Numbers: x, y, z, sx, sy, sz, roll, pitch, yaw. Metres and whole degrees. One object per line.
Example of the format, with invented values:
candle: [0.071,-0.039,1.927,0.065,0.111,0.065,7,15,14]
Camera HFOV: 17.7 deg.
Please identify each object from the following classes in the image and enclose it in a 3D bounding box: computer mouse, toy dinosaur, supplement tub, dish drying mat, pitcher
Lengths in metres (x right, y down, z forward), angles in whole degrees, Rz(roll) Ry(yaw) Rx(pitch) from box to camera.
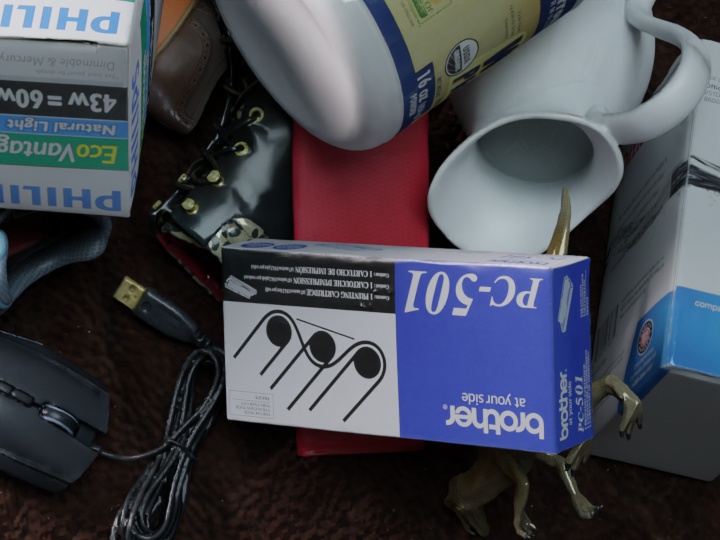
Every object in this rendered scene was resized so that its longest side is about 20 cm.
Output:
computer mouse: [-0.165,0.051,1.238,0.200,0.046,0.141,27,66,1]
toy dinosaur: [0.091,0.065,1.206,0.101,0.201,0.058,31,23,34]
supplement tub: [0.036,-0.170,1.195,0.200,0.144,0.145,-36,78,-18]
dish drying mat: [0.000,0.000,1.261,0.077,0.018,0.201,-1,95,-12]
pitcher: [0.122,-0.116,1.286,0.121,0.171,0.200,47,32,-27]

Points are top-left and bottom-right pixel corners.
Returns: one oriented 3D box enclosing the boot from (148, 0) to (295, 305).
boot: [-0.066,-0.088,1.269,0.154,0.073,0.204,-49,118,-21]

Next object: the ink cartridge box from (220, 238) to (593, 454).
ink cartridge box: [0.021,0.036,1.185,0.044,0.199,0.094,-14,105,-56]

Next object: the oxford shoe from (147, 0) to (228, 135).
oxford shoe: [-0.073,-0.163,1.348,0.073,0.071,0.200,45,64,-18]

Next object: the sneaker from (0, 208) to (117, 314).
sneaker: [-0.221,-0.013,1.214,0.200,0.080,0.096,-25,39,-22]

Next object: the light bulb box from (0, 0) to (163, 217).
light bulb box: [-0.203,-0.146,1.194,0.197,0.125,0.200,4,48,-1]

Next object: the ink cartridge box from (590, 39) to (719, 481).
ink cartridge box: [0.191,-0.004,1.280,0.084,0.145,0.201,13,66,-8]
